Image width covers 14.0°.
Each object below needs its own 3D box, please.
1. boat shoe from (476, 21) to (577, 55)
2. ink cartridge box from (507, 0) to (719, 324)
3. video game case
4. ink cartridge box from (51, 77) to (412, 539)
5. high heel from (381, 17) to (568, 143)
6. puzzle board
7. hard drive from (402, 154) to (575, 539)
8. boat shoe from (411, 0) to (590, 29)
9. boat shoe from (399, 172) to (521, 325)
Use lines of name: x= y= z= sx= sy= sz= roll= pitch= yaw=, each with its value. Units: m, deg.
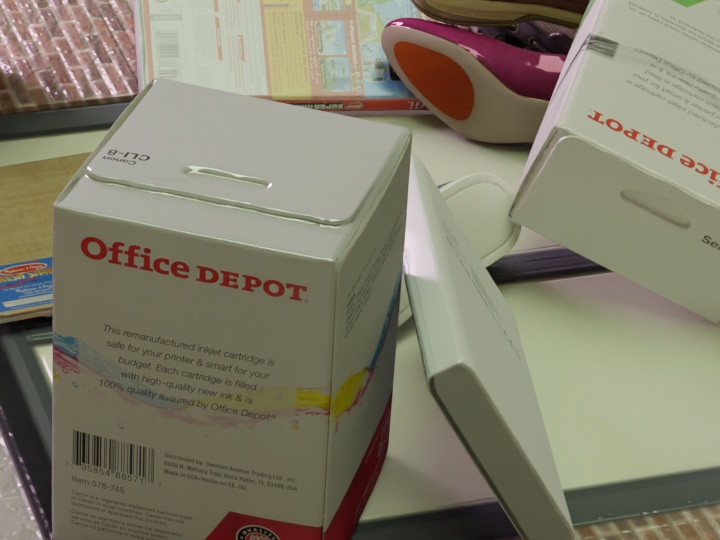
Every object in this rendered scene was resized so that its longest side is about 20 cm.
boat shoe: x=0.104 y=-0.172 z=1.924 sx=0.200 sy=0.065 sz=0.072 roll=31 pitch=18 yaw=30
ink cartridge box: x=0.183 y=-0.084 z=1.716 sx=0.146 sy=0.084 sz=0.200 roll=27 pitch=43 yaw=-2
video game case: x=-0.045 y=-0.167 z=1.878 sx=0.199 sy=0.017 sz=0.143 roll=-1 pitch=64 yaw=-9
ink cartridge box: x=-0.064 y=0.031 z=1.456 sx=0.145 sy=0.201 sz=0.145 roll=12 pitch=33 yaw=11
high heel: x=0.114 y=-0.119 z=1.839 sx=0.200 sy=0.068 sz=0.096 roll=32 pitch=49 yaw=14
puzzle board: x=-0.141 y=-0.025 z=1.709 sx=0.199 sy=0.017 sz=0.151 roll=-11 pitch=36 yaw=-22
hard drive: x=0.060 y=0.041 z=1.528 sx=0.026 sy=0.132 sz=0.200 roll=-26 pitch=32 yaw=10
boat shoe: x=0.130 y=-0.195 z=1.836 sx=0.199 sy=0.068 sz=0.072 roll=-1 pitch=38 yaw=-14
boat shoe: x=0.000 y=0.000 z=1.660 sx=0.200 sy=0.073 sz=0.062 roll=-24 pitch=6 yaw=-31
